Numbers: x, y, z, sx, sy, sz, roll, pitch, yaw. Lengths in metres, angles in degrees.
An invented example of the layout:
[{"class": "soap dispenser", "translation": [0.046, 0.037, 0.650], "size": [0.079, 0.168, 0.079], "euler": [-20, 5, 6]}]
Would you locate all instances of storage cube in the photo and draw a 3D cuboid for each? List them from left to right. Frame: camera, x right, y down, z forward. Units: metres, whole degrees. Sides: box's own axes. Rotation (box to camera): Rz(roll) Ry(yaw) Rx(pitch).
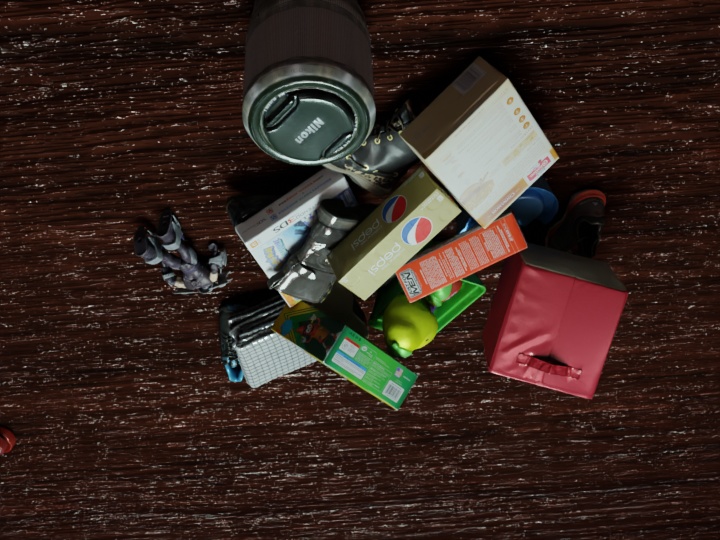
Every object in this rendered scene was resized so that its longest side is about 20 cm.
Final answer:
[{"class": "storage cube", "translation": [0.304, 0.072, 1.385], "size": [0.169, 0.200, 0.181], "euler": [15, 105, 0]}]

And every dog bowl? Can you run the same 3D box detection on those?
[{"class": "dog bowl", "translation": [0.235, -0.092, 1.433], "size": [0.111, 0.050, 0.200], "euler": [20, 139, -28]}]

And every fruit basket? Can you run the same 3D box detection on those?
[{"class": "fruit basket", "translation": [0.106, 0.071, 1.519], "size": [0.154, 0.217, 0.216], "euler": [17, 140, -25]}]

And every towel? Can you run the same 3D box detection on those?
[{"class": "towel", "translation": [-0.144, 0.120, 1.634], "size": [0.199, 0.086, 0.166], "euler": [-24, 146, -9]}]

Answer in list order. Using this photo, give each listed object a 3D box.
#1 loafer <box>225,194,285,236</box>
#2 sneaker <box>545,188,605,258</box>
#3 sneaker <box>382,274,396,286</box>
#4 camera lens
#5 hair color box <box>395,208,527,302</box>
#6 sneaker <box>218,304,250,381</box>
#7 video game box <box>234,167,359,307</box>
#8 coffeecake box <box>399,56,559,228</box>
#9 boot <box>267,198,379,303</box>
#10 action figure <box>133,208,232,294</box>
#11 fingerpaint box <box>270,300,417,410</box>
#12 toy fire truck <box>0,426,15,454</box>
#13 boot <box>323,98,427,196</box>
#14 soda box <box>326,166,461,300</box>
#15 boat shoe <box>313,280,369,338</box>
[{"class": "loafer", "translation": [-0.120, -0.095, 1.389], "size": [0.199, 0.072, 0.073], "euler": [2, 128, -39]}, {"class": "sneaker", "translation": [0.365, -0.047, 1.474], "size": [0.076, 0.082, 0.201], "euler": [-1, 144, -3]}, {"class": "sneaker", "translation": [0.051, -0.032, 1.471], "size": [0.077, 0.086, 0.201], "euler": [6, 144, -12]}, {"class": "camera lens", "translation": [-0.064, -0.243, 1.072], "size": [0.158, 0.201, 0.161], "euler": [-2, 144, -1]}, {"class": "hair color box", "translation": [0.158, -0.024, 1.355], "size": [0.199, 0.062, 0.101], "euler": [-25, -177, 12]}, {"class": "sneaker", "translation": [-0.237, 0.140, 1.688], "size": [0.072, 0.082, 0.201], "euler": [1, 142, -1]}, {"class": "video game box", "translation": [-0.079, -0.051, 1.372], "size": [0.181, 0.047, 0.200], "euler": [-32, 144, -2]}, {"class": "coffeecake box", "translation": [0.173, -0.175, 1.231], "size": [0.153, 0.073, 0.200], "euler": [-44, 139, 6]}, {"class": "boot", "translation": [-0.031, -0.021, 1.357], "size": [0.199, 0.069, 0.175], "euler": [11, 123, -34]}, {"class": "action figure", "translation": [-0.299, -0.017, 1.485], "size": [0.129, 0.070, 0.200], "euler": [-21, 145, 12]}, {"class": "fingerpaint box", "translation": [-0.026, 0.136, 1.458], "size": [0.200, 0.074, 0.166], "euler": [38, 172, -38]}, {"class": "toy fire truck", "translation": [-0.906, 0.394, 1.986], "size": [0.199, 0.112, 0.169], "euler": [-24, 115, 25]}, {"class": "boot", "translation": [0.020, -0.195, 1.254], "size": [0.150, 0.074, 0.199], "euler": [-31, 134, 31]}, {"class": "soda box", "translation": [0.046, -0.053, 1.273], "size": [0.200, 0.064, 0.068], "euler": [-43, 132, 13]}, {"class": "boat shoe", "translation": [-0.038, 0.054, 1.540], "size": [0.071, 0.063, 0.200], "euler": [-21, 138, 9]}]
